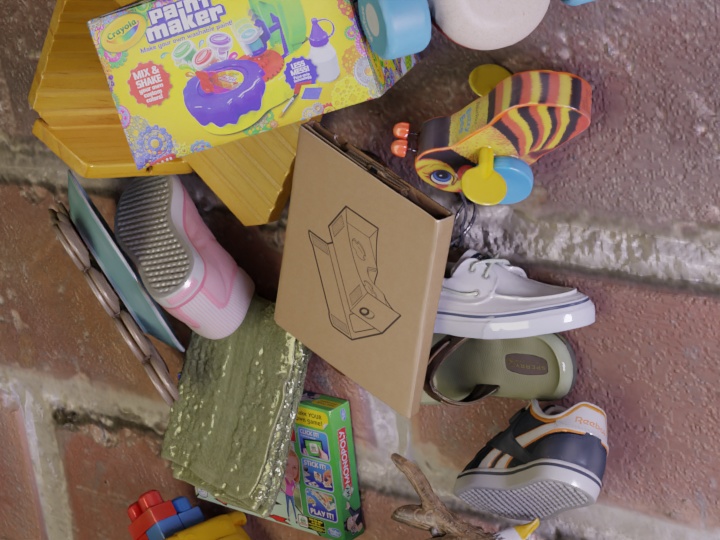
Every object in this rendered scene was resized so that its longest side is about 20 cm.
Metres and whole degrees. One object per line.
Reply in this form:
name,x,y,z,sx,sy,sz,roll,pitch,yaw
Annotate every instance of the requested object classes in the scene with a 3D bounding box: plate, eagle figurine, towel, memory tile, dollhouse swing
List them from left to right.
memory tile,-0.228,0.030,1.888,0.200,0.017,0.153,58,176,-13
plate,-0.226,-0.003,1.890,0.201,0.026,0.200,56,176,6
dollhouse swing,-0.163,-0.140,1.761,0.176,0.181,0.200,60,140,34
towel,-0.112,0.115,1.877,0.148,0.036,0.201,20,101,40
eagle figurine,0.092,0.257,1.686,0.150,0.152,0.200,-6,145,5

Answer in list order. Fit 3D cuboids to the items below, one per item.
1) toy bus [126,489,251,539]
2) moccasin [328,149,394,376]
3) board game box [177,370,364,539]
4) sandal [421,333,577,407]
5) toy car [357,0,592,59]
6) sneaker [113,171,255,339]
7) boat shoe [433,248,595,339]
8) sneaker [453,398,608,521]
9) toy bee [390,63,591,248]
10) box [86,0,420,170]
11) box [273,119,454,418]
toy bus,-0.176,0.317,2.006,0.192,0.135,0.200,58,138,15
moccasin,0.003,-0.001,1.732,0.078,0.073,0.202,31,119,45
board game box,-0.086,0.171,1.924,0.199,0.029,0.135,10,116,40
sandal,0.088,0.079,1.694,0.200,0.057,0.080,-5,105,45
toy car,0.058,-0.254,1.523,0.200,0.184,0.178,-161,54,-70
sneaker,-0.158,-0.010,1.853,0.075,0.105,0.200,-40,38,11
boat shoe,0.093,0.017,1.640,0.199,0.073,0.067,-2,99,31
sneaker,0.146,0.156,1.668,0.078,0.080,0.200,26,160,-18
toy bee,0.084,-0.091,1.569,0.200,0.108,0.131,-56,24,28
box,-0.077,-0.179,1.580,0.199,0.193,0.123,-15,100,15
box,0.000,0.000,1.653,0.163,0.021,0.201,36,133,32
